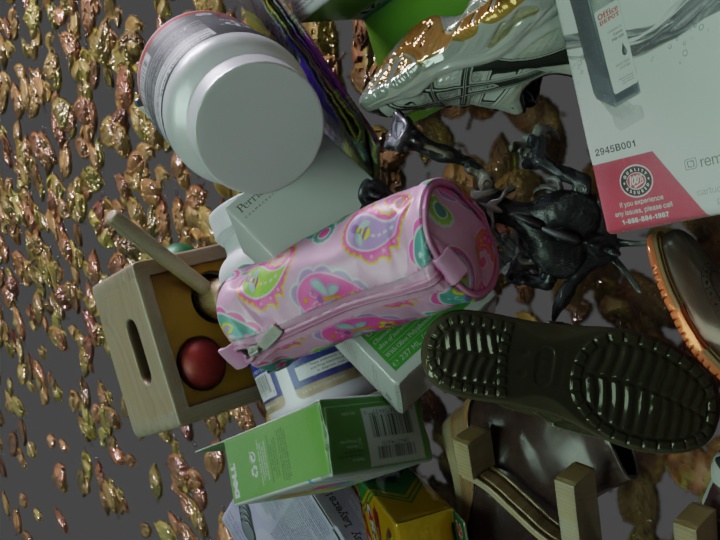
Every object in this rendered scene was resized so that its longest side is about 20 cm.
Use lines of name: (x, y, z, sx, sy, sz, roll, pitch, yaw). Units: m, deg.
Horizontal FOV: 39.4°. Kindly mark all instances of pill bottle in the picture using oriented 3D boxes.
pill bottle: (-0.059, 0.028, 0.901, 0.116, 0.115, 0.201, -31, 78, 50)
pill bottle: (-0.102, -0.132, 0.780, 0.200, 0.115, 0.116, -134, 43, -60)

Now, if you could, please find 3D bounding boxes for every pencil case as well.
pencil case: (-0.008, 0.009, 0.667, 0.199, 0.087, 0.088, -22, 84, 34)

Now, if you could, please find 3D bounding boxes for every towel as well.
towel: (-0.044, -0.157, 0.834, 0.200, 0.023, 0.144, 57, 173, 11)

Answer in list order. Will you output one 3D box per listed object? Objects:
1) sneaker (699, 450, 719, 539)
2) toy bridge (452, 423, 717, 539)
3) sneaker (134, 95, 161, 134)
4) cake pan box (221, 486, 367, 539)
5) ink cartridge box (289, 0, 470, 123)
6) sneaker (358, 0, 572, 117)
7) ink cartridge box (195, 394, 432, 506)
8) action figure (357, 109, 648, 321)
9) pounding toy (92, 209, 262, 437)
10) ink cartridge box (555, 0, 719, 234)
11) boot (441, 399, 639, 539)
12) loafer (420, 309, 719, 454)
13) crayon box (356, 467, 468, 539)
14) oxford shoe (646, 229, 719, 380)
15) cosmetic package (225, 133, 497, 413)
sneaker: (0.276, 0.205, 0.600, 0.200, 0.075, 0.116, 53, 143, 40)
toy bridge: (0.148, 0.163, 0.675, 0.200, 0.027, 0.068, 14, 122, 45)
sneaker: (-0.137, -0.163, 0.984, 0.200, 0.076, 0.077, -1, 127, 48)
cake pan box: (-0.053, 0.282, 1.029, 0.200, 0.052, 0.185, 52, 138, 26)
ink cartridge box: (0.017, -0.219, 0.761, 0.148, 0.076, 0.201, -21, 84, 51)
sneaker: (0.077, -0.134, 0.693, 0.088, 0.076, 0.200, 39, 152, -22)
ink cartridge box: (-0.045, 0.156, 0.843, 0.200, 0.104, 0.060, -29, 67, 47)
action figure: (0.106, -0.045, 0.695, 0.199, 0.102, 0.119, 22, 108, 11)
pounding toy: (-0.161, 0.041, 0.973, 0.142, 0.184, 0.201, -21, 85, 51)
ink cartridge box: (0.196, -0.133, 0.568, 0.145, 0.085, 0.201, -11, 91, 51)
boot: (0.139, 0.173, 0.742, 0.166, 0.072, 0.201, -35, 71, 52)
loafer: (0.137, 0.067, 0.664, 0.067, 0.199, 0.076, 122, 165, -88)
crayon box: (0.047, 0.240, 0.825, 0.200, 0.051, 0.128, -172, 70, -78)
oxford shoe: (0.247, 0.047, 0.591, 0.073, 0.071, 0.200, -43, 72, 27)
cosmetic package: (0.000, 0.000, 0.790, 0.200, 0.108, 0.085, 43, 167, 19)
